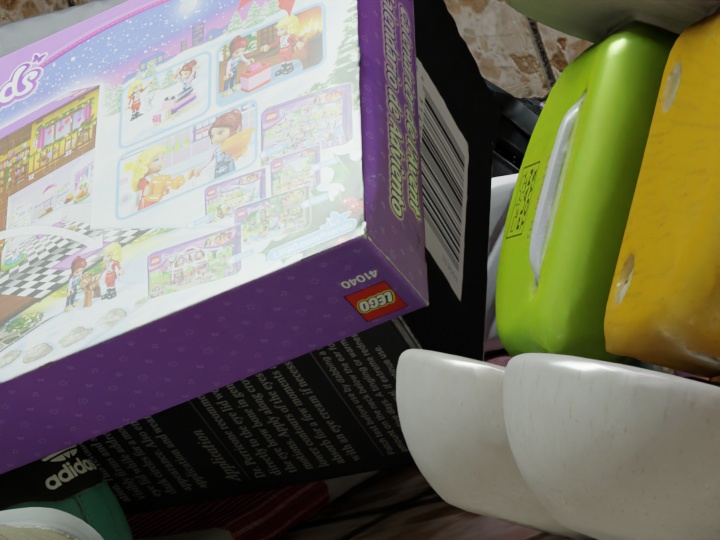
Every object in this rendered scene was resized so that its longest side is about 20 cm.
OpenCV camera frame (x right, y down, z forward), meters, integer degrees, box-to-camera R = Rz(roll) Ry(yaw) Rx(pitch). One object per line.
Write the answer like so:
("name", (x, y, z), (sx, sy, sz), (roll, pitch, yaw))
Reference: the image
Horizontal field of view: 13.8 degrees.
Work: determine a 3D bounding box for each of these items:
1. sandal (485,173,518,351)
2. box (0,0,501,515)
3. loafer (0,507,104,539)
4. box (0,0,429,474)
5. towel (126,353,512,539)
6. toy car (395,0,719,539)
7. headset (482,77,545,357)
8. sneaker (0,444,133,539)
("sandal", (0.002, 0.008, 1.108), (0.207, 0.079, 0.059), (-10, 6, -3))
("box", (-0.065, -0.009, 0.992), (0.200, 0.104, 0.148), (-11, 50, 21))
("loafer", (-0.164, 0.110, 0.807), (0.200, 0.075, 0.070), (-19, 0, 4))
("box", (-0.076, -0.016, 0.887), (0.200, 0.039, 0.137), (-21, 46, 22))
("towel", (-0.047, 0.078, 1.056), (0.144, 0.023, 0.200), (-13, 9, 39))
("toy car", (0.106, -0.009, 0.768), (0.150, 0.175, 0.200), (15, -6, -15))
("headset", (0.048, -0.017, 1.209), (0.200, 0.124, 0.094), (12, 15, -33))
("sneaker", (-0.150, 0.089, 0.957), (0.200, 0.080, 0.071), (-16, 6, 38))
